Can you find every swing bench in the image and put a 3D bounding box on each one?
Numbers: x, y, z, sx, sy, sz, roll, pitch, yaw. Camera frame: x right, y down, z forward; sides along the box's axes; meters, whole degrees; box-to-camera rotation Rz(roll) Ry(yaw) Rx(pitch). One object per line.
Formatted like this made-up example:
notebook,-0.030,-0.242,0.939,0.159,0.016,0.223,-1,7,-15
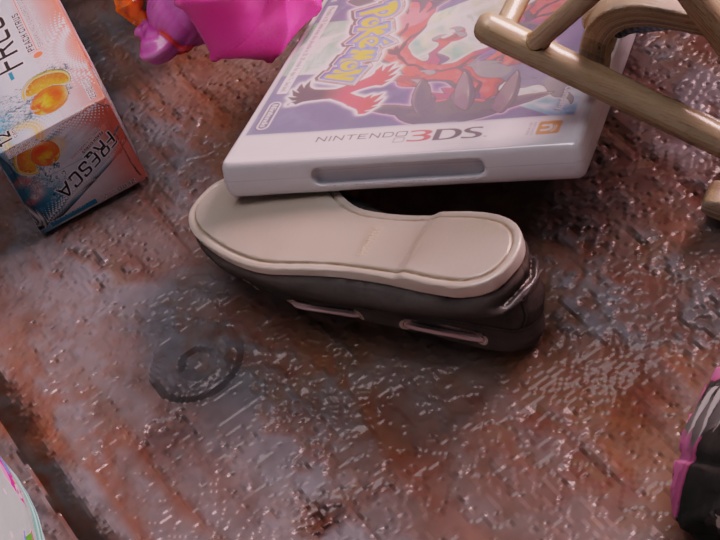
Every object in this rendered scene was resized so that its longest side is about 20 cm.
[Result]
swing bench,0.191,-0.143,0.945,0.130,0.199,0.200,-38,20,53

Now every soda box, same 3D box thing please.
soda box,-0.185,-0.111,1.141,0.068,0.064,0.200,-27,43,-3

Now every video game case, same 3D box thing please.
video game case,0.044,-0.103,1.032,0.181,0.023,0.201,-2,34,21

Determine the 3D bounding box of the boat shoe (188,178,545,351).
boat shoe,0.000,0.000,0.973,0.199,0.057,0.067,12,51,38

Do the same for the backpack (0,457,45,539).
backpack,-0.225,0.143,0.853,0.199,0.154,0.176,-34,46,4

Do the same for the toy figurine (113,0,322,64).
toy figurine,-0.087,-0.178,1.107,0.199,0.150,0.185,-35,37,23

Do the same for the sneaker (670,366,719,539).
sneaker,0.210,0.039,0.824,0.201,0.086,0.080,-53,11,-2
